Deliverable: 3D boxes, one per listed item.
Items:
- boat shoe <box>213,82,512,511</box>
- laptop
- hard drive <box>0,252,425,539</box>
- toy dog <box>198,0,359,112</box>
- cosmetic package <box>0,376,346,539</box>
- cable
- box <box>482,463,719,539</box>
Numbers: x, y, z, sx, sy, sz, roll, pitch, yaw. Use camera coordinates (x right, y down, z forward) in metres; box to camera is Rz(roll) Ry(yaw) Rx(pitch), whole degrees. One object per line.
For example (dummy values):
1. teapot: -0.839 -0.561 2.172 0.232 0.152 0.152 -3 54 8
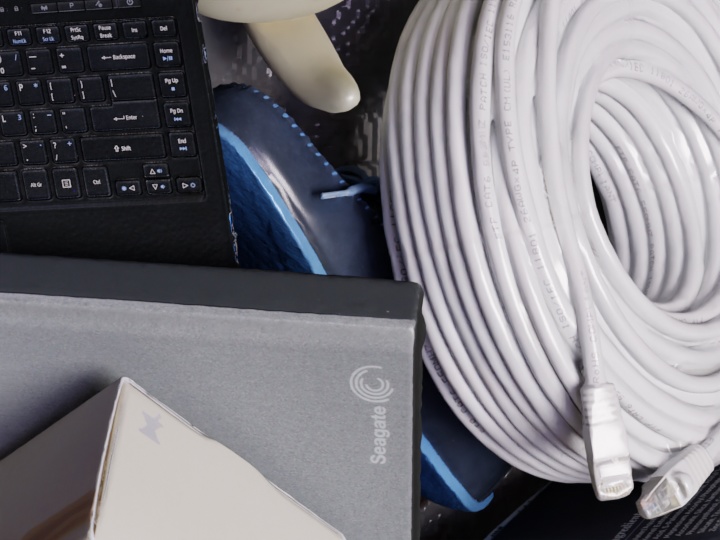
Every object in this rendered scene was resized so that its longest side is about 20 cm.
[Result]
1. boat shoe: 0.000 0.000 1.045 0.069 0.084 0.200 -48 132 -18
2. laptop: -0.142 -0.047 0.884 0.176 0.103 0.201 -2 115 13
3. hard drive: -0.079 0.056 0.950 0.199 0.033 0.140 3 129 4
4. toy dog: -0.021 -0.148 0.917 0.139 0.200 0.195 -5 92 -22
5. cosmetic package: -0.110 0.129 0.944 0.105 0.071 0.200 37 127 -25
6. cable: 0.087 -0.023 1.032 0.200 0.069 0.201 -25 98 -53
7. box: 0.151 0.143 1.024 0.104 0.199 0.149 -34 111 -56
